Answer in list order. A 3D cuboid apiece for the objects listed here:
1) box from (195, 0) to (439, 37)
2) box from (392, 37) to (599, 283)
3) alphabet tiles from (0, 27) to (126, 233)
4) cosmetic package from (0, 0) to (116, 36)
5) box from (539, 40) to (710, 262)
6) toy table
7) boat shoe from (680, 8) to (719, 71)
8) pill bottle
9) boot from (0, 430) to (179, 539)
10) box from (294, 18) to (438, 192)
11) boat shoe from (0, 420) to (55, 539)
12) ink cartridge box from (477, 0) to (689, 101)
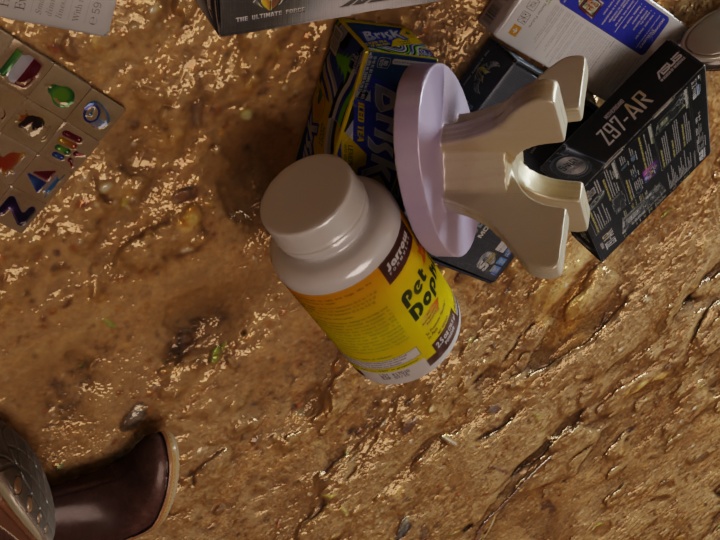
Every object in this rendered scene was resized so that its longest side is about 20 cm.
[{"bbox_3d":[-0.023,-0.224,0.649,0.200,0.158,0.048,-13,135,-19],"label":"box"},{"bbox_3d":[0.122,-0.093,0.919,0.158,0.051,0.200,21,113,-39],"label":"box"},{"bbox_3d":[-0.297,-0.085,0.719,0.200,0.008,0.167,-46,135,13],"label":"alphabet tiles"},{"bbox_3d":[-0.244,-0.215,0.592,0.200,0.074,0.102,2,125,-33],"label":"cosmetic package"},{"bbox_3d":[0.257,-0.104,0.938,0.160,0.044,0.200,-46,154,4],"label":"box"},{"bbox_3d":[0.108,-0.082,0.763,0.117,0.184,0.200,3,167,21],"label":"toy table"},{"bbox_3d":[0.369,-0.220,0.920,0.200,0.067,0.057,-33,141,-24],"label":"boat shoe"},{"bbox_3d":[0.000,0.000,0.796,0.109,0.109,0.200,-35,136,1],"label":"pill bottle"},{"bbox_3d":[-0.278,0.227,0.949,0.166,0.072,0.200,11,124,-38],"label":"boot"},{"bbox_3d":[-0.007,-0.103,0.828,0.070,0.064,0.200,0,127,-29],"label":"box"},{"bbox_3d":[-0.336,0.168,0.856,0.072,0.076,0.200,-26,115,5],"label":"boat shoe"},{"bbox_3d":[0.202,-0.215,0.873,0.200,0.037,0.095,19,115,-36],"label":"ink cartridge box"}]
